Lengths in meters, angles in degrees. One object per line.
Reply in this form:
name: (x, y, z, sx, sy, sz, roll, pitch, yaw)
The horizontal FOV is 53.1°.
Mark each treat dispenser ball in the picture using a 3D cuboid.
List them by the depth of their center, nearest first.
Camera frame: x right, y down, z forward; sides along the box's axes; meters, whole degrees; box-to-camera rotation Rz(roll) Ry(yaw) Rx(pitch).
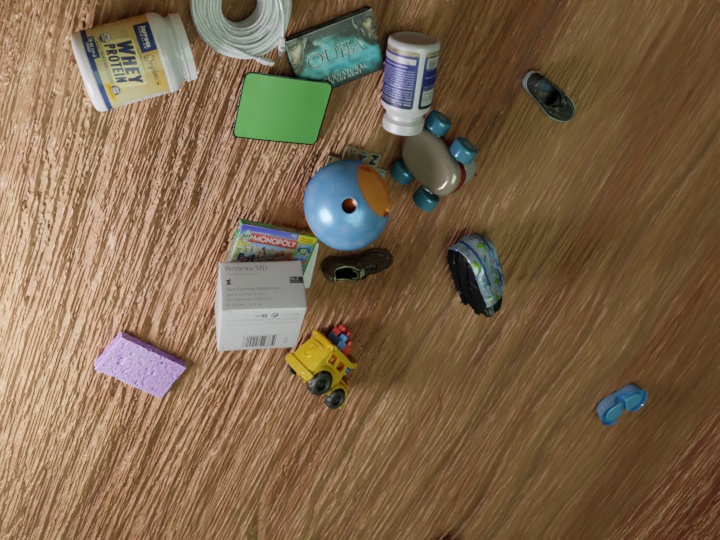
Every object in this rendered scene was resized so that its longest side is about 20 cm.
treat dispenser ball: (-0.030, -0.148, 1.632, 0.198, 0.202, 0.204, -12, 127, -17)

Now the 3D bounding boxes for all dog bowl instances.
dog bowl: (0.953, 0.488, 2.639, 0.198, 0.050, 0.112, -29, 130, -5)

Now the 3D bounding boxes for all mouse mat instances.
mouse mat: (-0.167, -0.343, 1.544, 0.197, 0.008, 0.162, 2, 133, -23)

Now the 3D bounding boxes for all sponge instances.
sponge: (-0.539, 0.235, 1.776, 0.112, 0.030, 0.199, -46, 128, 10)

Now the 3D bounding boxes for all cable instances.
cable: (-0.229, -0.511, 1.384, 0.197, 0.069, 0.203, 5, 119, -27)

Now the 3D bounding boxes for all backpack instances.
backpack: (0.309, -0.001, 1.944, 0.154, 0.163, 0.200, -43, 123, -3)

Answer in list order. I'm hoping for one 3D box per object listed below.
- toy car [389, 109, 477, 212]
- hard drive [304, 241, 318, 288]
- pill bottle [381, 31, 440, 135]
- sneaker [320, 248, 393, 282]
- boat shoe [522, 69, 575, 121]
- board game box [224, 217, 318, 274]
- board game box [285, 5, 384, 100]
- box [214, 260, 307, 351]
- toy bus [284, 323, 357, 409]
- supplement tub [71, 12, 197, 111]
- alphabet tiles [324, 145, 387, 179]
toy car: (0.207, -0.263, 1.732, 0.199, 0.177, 0.185, -14, 148, -53)
hard drive: (-0.208, -0.016, 1.761, 0.197, 0.026, 0.134, 0, 122, -25)
pill bottle: (0.105, -0.408, 1.580, 0.114, 0.116, 0.203, -7, 125, -21)
sneaker: (0.000, 0.000, 1.837, 0.197, 0.076, 0.071, -10, 126, -18)
boat shoe: (0.474, -0.422, 1.782, 0.198, 0.057, 0.069, 27, 108, -36)
board game box: (-0.212, -0.042, 1.706, 0.197, 0.029, 0.136, 9, 119, -30)
board game box: (-0.054, -0.459, 1.527, 0.197, 0.028, 0.137, -24, 130, -8)
box: (-0.239, 0.085, 1.694, 0.195, 0.132, 0.201, -2, 148, -15)
toy bus: (-0.077, 0.250, 1.953, 0.192, 0.135, 0.200, -48, 133, -9)
supplement tub: (-0.414, -0.389, 1.330, 0.197, 0.145, 0.146, -19, 129, -12)
alphabet tiles: (-0.027, -0.198, 1.734, 0.164, 0.006, 0.202, 9, 118, -30)
